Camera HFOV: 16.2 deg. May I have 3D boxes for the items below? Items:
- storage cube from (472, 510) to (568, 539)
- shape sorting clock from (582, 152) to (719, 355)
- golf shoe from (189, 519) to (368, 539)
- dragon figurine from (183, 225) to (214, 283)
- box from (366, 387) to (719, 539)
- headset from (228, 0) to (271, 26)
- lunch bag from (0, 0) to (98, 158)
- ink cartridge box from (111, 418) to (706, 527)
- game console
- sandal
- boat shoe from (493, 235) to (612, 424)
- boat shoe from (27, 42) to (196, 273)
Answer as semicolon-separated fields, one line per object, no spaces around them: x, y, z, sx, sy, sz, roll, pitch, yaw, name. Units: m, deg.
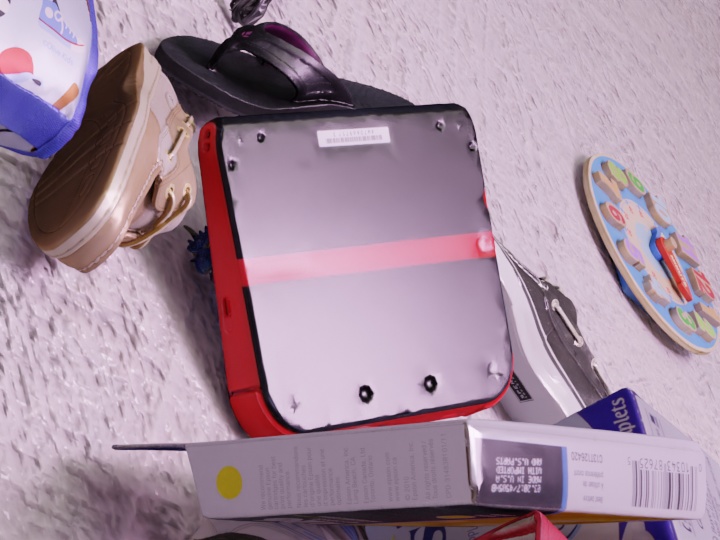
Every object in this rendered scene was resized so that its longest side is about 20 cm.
0.055;0.245;1.075;0.180;0.200;0.171;45;31;-23;storage cube
0.257;-0.016;2.215;0.200;0.039;0.200;50;21;-28;shape sorting clock
0.001;0.174;1.186;0.200;0.079;0.097;30;20;25;golf shoe
-0.043;-0.029;1.449;0.100;0.059;0.200;56;21;-15;dragon figurine
0.097;0.193;1.271;0.105;0.200;0.184;39;28;-43;box
-0.066;-0.228;1.694;0.123;0.094;0.200;44;9;-29;headset
-0.208;-0.154;1.121;0.170;0.124;0.200;36;23;-51;lunch bag
0.024;0.097;1.166;0.197;0.199;0.047;8;77;-53;ink cartridge box
0.000;0.000;1.388;0.200;0.031;0.178;-7;85;-43;game console
-0.036;-0.119;1.522;0.200;0.048;0.075;11;26;-37;sandal
0.109;0.038;1.698;0.064;0.071;0.200;-46;117;-36;boat shoe
-0.114;-0.049;1.277;0.069;0.074;0.200;47;22;-19;boat shoe
